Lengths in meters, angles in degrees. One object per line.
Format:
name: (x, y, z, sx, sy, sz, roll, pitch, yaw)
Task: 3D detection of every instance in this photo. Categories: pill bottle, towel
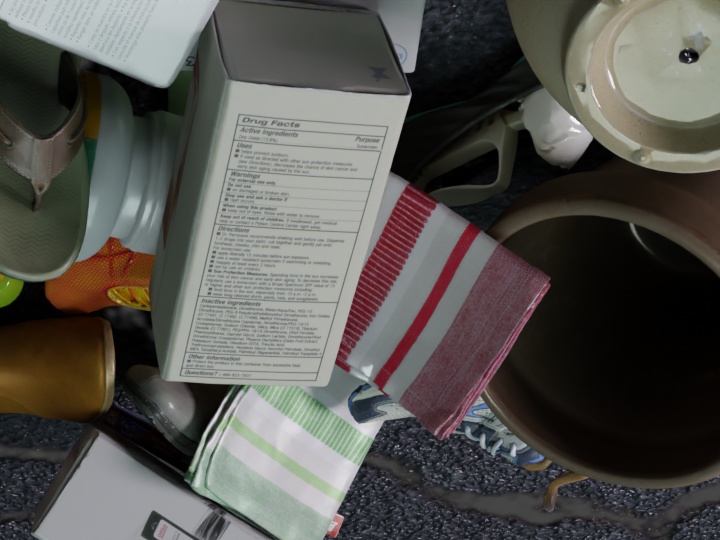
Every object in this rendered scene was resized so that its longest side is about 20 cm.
pill bottle: (-0.198, -0.067, 1.080, 0.199, 0.113, 0.113, 12, 144, -19)
towel: (0.000, 0.000, 1.108, 0.199, 0.023, 0.144, 34, 131, 6)
towel: (-0.027, 0.083, 1.270, 0.023, 0.201, 0.152, 20, 167, 42)

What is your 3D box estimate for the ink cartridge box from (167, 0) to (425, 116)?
ink cartridge box: (-0.041, -0.130, 1.061, 0.144, 0.048, 0.201, 0, 144, -5)

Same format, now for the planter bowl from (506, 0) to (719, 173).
planter bowl: (0.163, -0.135, 0.940, 0.199, 0.135, 0.201, 5, 130, 7)

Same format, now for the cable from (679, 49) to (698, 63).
cable: (0.250, -0.144, 1.070, 0.199, 0.051, 0.163, 4, 151, -12)

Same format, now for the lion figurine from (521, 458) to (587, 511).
lion figurine: (0.182, 0.077, 1.289, 0.072, 0.201, 0.122, 17, 175, -22)

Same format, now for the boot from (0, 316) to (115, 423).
boot: (-0.253, 0.068, 1.268, 0.143, 0.071, 0.201, 3, 173, -24)

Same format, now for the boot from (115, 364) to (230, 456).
boot: (-0.077, 0.063, 1.282, 0.131, 0.068, 0.200, -47, 154, 6)

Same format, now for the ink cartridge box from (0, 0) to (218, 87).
ink cartridge box: (-0.129, -0.202, 0.900, 0.175, 0.045, 0.200, 20, 124, -23)

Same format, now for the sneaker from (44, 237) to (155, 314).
sneaker: (-0.127, -0.003, 1.214, 0.199, 0.078, 0.073, -18, 145, 28)

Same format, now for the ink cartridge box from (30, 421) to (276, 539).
ink cartridge box: (-0.125, 0.193, 1.297, 0.199, 0.085, 0.146, 34, 174, -6)

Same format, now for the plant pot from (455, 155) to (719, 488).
plant pot: (0.180, 0.002, 1.135, 0.199, 0.175, 0.201, 16, 128, 21)

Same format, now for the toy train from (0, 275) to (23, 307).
toy train: (-0.245, -0.008, 1.208, 0.199, 0.085, 0.116, -15, 161, 5)

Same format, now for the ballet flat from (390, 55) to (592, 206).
ballet flat: (0.095, -0.083, 1.115, 0.199, 0.069, 0.068, -28, 147, 30)

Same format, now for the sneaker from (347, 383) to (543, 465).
sneaker: (0.089, 0.091, 1.242, 0.199, 0.086, 0.077, -10, -179, 14)

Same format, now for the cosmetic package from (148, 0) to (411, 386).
cosmetic package: (-0.049, -0.039, 1.021, 0.103, 0.088, 0.201, 5, 128, -18)

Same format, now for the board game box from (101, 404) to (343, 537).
board game box: (-0.106, 0.145, 1.380, 0.103, 0.020, 0.200, 25, 177, -35)

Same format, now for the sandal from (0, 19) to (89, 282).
sandal: (-0.179, -0.092, 0.991, 0.079, 0.202, 0.057, 0, -169, -17)
